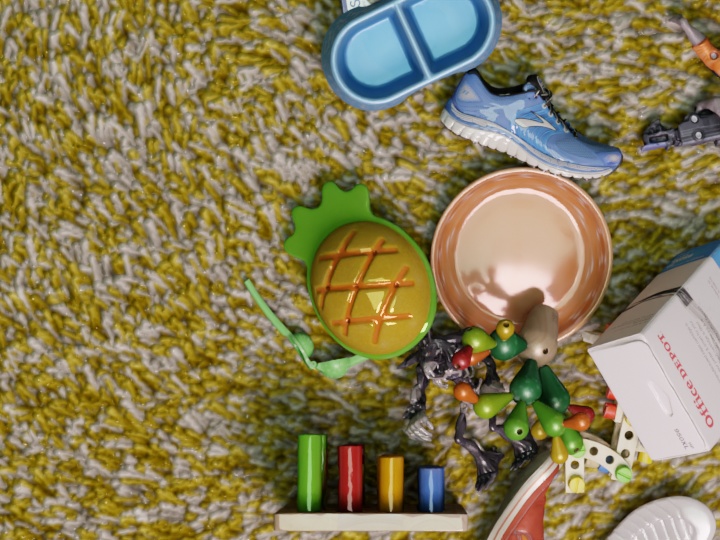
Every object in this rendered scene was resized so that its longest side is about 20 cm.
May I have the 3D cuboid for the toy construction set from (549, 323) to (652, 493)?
[{"bbox_3d":[0.274,0.150,1.785,0.130,0.092,0.202,10,111,-2],"label":"toy construction set"}]

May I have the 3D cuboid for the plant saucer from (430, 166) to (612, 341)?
[{"bbox_3d":[0.174,-0.014,1.776,0.198,0.037,0.202,0,101,-1],"label":"plant saucer"}]

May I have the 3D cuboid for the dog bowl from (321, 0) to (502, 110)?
[{"bbox_3d":[0.054,-0.239,1.691,0.199,0.050,0.112,-25,100,5],"label":"dog bowl"}]

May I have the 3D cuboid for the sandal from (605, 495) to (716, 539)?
[{"bbox_3d":[0.310,0.317,1.834,0.202,0.050,0.083,-39,84,19],"label":"sandal"}]

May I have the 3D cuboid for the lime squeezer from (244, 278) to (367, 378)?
[{"bbox_3d":[-0.045,0.076,1.789,0.198,0.038,0.071,21,99,-3],"label":"lime squeezer"}]

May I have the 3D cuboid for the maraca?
[{"bbox_3d":[0.000,0.000,1.745,0.137,0.107,0.201,-36,78,10],"label":"maraca"}]

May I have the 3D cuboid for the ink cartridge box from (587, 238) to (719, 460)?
[{"bbox_3d":[0.348,0.082,1.715,0.200,0.084,0.145,-40,102,-39],"label":"ink cartridge box"}]

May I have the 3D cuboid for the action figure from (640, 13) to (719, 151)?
[{"bbox_3d":[0.387,-0.187,1.716,0.198,0.105,0.195,-19,90,0],"label":"action figure"}]

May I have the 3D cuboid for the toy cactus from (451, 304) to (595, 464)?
[{"bbox_3d":[0.180,0.101,1.699,0.199,0.166,0.102,37,138,-19],"label":"toy cactus"}]

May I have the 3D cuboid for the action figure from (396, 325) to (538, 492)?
[{"bbox_3d":[0.110,0.139,1.763,0.118,0.102,0.201,-29,106,25],"label":"action figure"}]

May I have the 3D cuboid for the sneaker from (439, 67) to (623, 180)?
[{"bbox_3d":[0.189,-0.157,1.729,0.198,0.079,0.090,21,102,-4],"label":"sneaker"}]

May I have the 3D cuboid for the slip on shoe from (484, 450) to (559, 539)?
[{"bbox_3d":[0.179,0.281,1.794,0.061,0.074,0.201,25,117,6],"label":"slip on shoe"}]

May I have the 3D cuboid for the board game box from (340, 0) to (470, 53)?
[{"bbox_3d":[0.037,-0.339,1.716,0.134,0.034,0.202,-7,100,1],"label":"board game box"}]

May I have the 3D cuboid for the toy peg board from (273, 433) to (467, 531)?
[{"bbox_3d":[0.013,0.223,1.742,0.197,0.200,0.099,0,85,2],"label":"toy peg board"}]
